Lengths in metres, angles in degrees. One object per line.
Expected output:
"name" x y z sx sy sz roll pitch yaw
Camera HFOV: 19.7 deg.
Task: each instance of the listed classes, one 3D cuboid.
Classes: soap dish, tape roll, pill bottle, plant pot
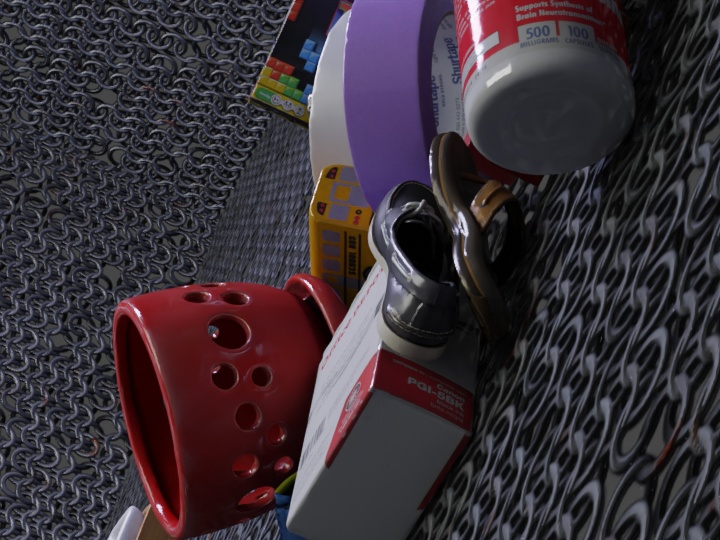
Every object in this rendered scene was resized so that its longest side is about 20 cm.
"soap dish" -0.308 0.417 2.705 0.201 0.081 0.157 -70 9 -27
"tape roll" 0.026 -0.129 1.816 0.202 0.070 0.204 4 -90 -68
"pill bottle" 0.118 -0.173 1.393 0.112 0.112 0.201 123 151 -47
"tape roll" 0.050 -0.137 1.671 0.200 0.065 0.202 -4 -90 -70
"plant pot" -0.093 0.100 1.698 0.200 0.181 0.202 165 90 -73

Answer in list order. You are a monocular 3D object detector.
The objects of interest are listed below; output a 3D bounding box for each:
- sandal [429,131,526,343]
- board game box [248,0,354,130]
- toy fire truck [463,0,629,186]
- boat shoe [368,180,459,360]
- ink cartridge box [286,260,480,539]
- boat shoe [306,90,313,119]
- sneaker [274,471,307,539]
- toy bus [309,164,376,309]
"sandal" 0.091 -0.029 1.479 0.054 0.082 0.201 -22 34 9
"board game box" 0.017 -0.194 1.965 0.057 0.199 0.166 -177 111 -84
"toy fire truck" 0.137 -0.136 1.558 0.141 0.048 0.201 -80 16 -61
"boat shoe" 0.048 -0.016 1.483 0.200 0.072 0.063 -88 17 -57
"ink cartridge box" 0.022 0.093 1.512 0.147 0.082 0.200 -60 10 32
"boat shoe" -0.009 -0.076 1.917 0.070 0.066 0.201 -40 -59 -51
"sneaker" -0.039 0.193 1.644 0.200 0.078 0.066 122 167 -52
"toy bus" 0.000 0.000 1.762 0.201 0.078 0.065 90 -168 -54
